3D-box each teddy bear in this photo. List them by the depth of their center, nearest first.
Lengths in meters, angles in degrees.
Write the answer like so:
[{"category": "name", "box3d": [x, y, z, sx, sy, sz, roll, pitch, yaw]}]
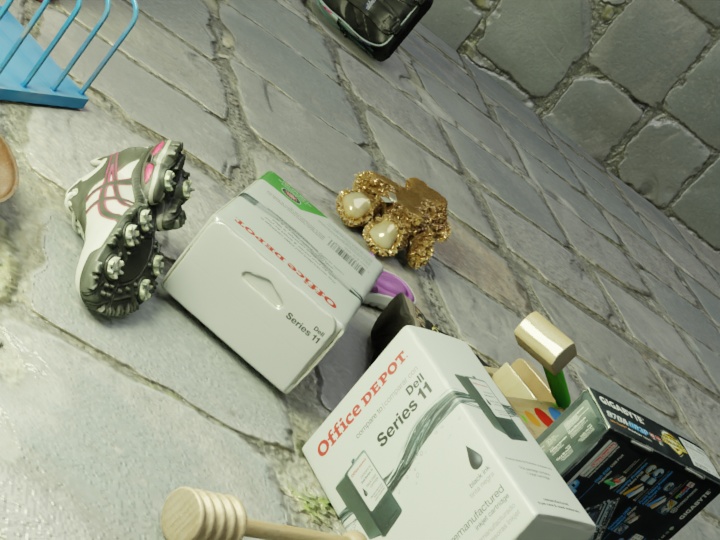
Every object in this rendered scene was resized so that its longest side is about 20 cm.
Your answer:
[{"category": "teddy bear", "box3d": [0.039, -0.061, 1.679, 0.144, 0.067, 0.200, 33, 24, 3]}]

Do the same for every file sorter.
[{"category": "file sorter", "box3d": [-0.318, -0.244, 1.232, 0.139, 0.123, 0.200, 45, 18, 14]}]

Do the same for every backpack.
[{"category": "backpack", "box3d": [0.018, -0.500, 2.478, 0.199, 0.178, 0.151, 39, -5, 7]}]

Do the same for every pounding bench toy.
[{"category": "pounding bench toy", "box3d": [0.139, 0.131, 1.183, 0.125, 0.200, 0.155, 50, 20, 29]}]

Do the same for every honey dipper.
[{"category": "honey dipper", "box3d": [-0.056, 0.178, 0.933, 0.199, 0.038, 0.038, 22, 26, -51]}]

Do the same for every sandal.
[{"category": "sandal", "box3d": [-0.004, -0.005, 1.453, 0.202, 0.050, 0.083, 18, 29, -52]}]

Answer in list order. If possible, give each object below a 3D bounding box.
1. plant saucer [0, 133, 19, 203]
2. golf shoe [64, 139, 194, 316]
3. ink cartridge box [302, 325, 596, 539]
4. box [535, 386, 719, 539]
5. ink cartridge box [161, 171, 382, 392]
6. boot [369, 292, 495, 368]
[{"category": "plant saucer", "box3d": [-0.342, -0.104, 0.991, 0.200, 0.037, 0.201, 37, 18, -14]}, {"category": "golf shoe", "box3d": [-0.198, -0.031, 1.090, 0.087, 0.078, 0.201, 1, 34, 11]}, {"category": "ink cartridge box", "box3d": [0.060, 0.163, 1.032, 0.083, 0.147, 0.201, 21, 26, -45]}, {"category": "box", "box3d": [0.171, 0.200, 1.090, 0.158, 0.200, 0.046, 27, 24, -35]}, {"category": "ink cartridge box", "box3d": [-0.072, 0.005, 1.202, 0.146, 0.083, 0.200, 41, 18, -1]}, {"category": "boot", "box3d": [0.082, 0.110, 1.334, 0.150, 0.073, 0.200, 37, 13, -13]}]
